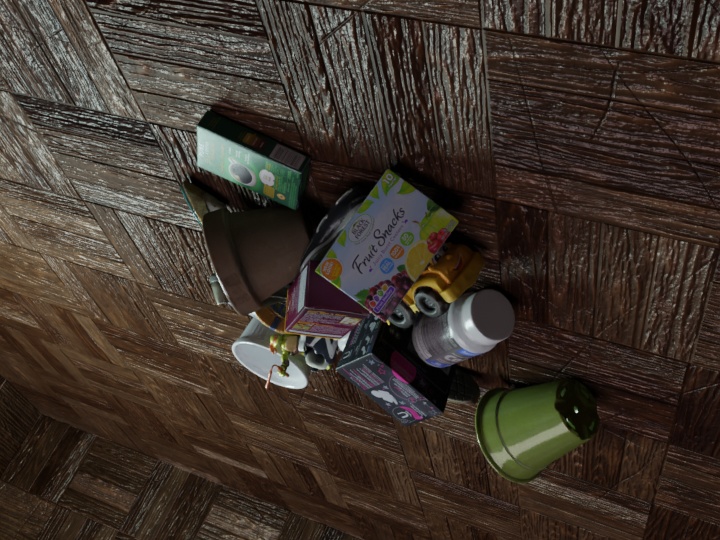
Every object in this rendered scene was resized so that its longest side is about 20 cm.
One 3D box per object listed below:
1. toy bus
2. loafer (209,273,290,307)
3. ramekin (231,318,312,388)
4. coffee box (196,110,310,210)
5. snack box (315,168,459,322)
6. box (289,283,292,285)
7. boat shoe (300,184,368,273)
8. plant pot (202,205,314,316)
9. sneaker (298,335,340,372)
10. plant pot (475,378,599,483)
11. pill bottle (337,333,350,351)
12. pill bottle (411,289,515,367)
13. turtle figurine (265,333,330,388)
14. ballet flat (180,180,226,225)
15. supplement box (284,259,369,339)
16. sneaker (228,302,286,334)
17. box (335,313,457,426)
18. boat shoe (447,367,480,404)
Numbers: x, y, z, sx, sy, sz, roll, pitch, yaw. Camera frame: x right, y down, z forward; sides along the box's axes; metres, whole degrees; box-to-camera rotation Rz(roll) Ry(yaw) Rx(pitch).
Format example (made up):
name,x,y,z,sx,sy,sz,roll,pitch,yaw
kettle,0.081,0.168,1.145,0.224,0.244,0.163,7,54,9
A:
name,x,y,z,sx,sy,sz,roll,pitch,yaw
toy bus,0.085,-0.021,1.508,0.192,0.136,0.200,53,145,-11
loafer,-0.217,0.051,1.768,0.199,0.070,0.075,11,167,-40
ramekin,-0.196,0.189,2.105,0.200,0.098,0.201,21,152,12
coffee box,-0.187,-0.189,1.524,0.199,0.044,0.123,24,151,5
snack box,0.042,-0.040,1.407,0.142,0.200,0.053,36,-174,2
box,-0.185,-0.011,1.819,0.192,0.048,0.200,10,149,33
boat shoe,-0.042,-0.065,1.517,0.075,0.060,0.200,15,131,-44
plant pot,-0.171,-0.039,1.601,0.174,0.201,0.201,-20,140,4
sneaker,-0.066,0.166,1.898,0.079,0.130,0.199,3,157,34
plant pot,0.364,0.299,1.751,0.200,0.201,0.190,37,137,-17
pill bottle,0.023,0.146,1.834,0.200,0.110,0.109,38,150,-21
pill bottle,0.189,0.106,1.622,0.114,0.114,0.200,34,152,-13
turtle figurine,-0.141,0.176,1.984,0.161,0.201,0.064,14,171,-21
ballet flat,-0.280,-0.093,1.722,0.071,0.071,0.201,-13,104,50
supplement box,-0.060,0.054,1.535,0.110,0.086,0.200,7,162,-14
sneaker,-0.219,0.067,1.878,0.200,0.075,0.088,35,165,-1
box,0.072,0.185,1.715,0.200,0.132,0.115,42,136,-21
boat shoe,0.173,0.246,1.924,0.199,0.076,0.074,17,157,34
